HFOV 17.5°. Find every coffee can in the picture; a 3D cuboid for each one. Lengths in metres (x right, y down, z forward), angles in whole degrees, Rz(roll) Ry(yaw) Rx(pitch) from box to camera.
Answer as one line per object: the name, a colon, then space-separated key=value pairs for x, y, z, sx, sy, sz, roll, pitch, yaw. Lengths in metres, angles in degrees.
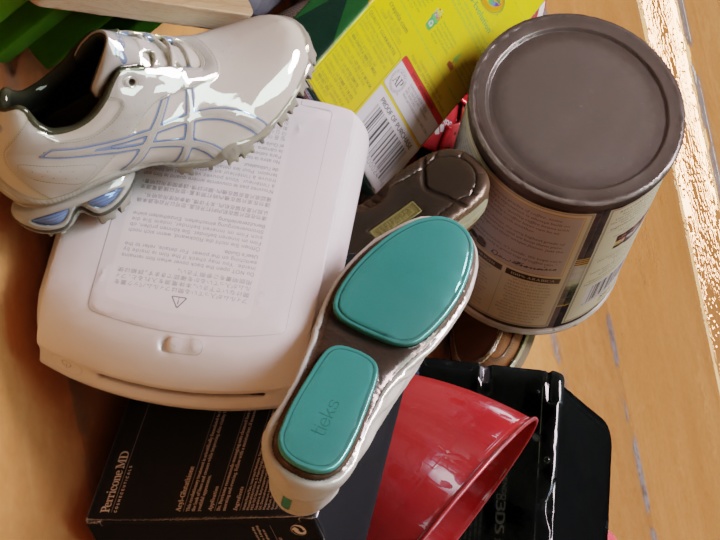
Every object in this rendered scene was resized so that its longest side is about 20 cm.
coffee can: x=0.131 y=-0.063 z=1.619 sx=0.200 sy=0.145 sz=0.147 roll=105 pitch=-10 yaw=-62

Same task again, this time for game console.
game console: x=0.098 y=0.179 z=1.639 sx=0.117 sy=0.175 sz=0.201 roll=106 pitch=-10 yaw=-68

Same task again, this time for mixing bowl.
mixing bowl: x=0.008 y=0.136 z=1.440 sx=0.108 sy=0.201 sz=0.200 roll=39 pitch=29 yaw=10

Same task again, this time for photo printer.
photo printer: x=-0.090 y=-0.012 z=1.320 sx=0.070 sy=0.165 sz=0.201 roll=94 pitch=5 yaw=-53

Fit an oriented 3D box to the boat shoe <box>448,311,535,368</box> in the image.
boat shoe: x=0.088 y=0.005 z=1.738 sx=0.068 sy=0.072 sz=0.201 roll=51 pitch=29 yaw=-31

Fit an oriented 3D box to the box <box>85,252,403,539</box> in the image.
box: x=-0.058 y=0.088 z=1.346 sx=0.079 sy=0.140 sz=0.201 roll=70 pitch=26 yaw=-43

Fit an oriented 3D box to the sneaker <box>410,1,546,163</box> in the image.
sneaker: x=0.078 y=-0.144 z=1.685 sx=0.201 sy=0.078 sz=0.116 roll=99 pitch=10 yaw=-52

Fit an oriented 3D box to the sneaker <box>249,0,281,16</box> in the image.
sneaker: x=-0.041 y=-0.244 z=1.571 sx=0.075 sy=0.087 sz=0.200 roll=53 pitch=35 yaw=-26

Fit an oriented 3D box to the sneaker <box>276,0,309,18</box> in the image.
sneaker: x=-0.017 y=-0.197 z=1.633 sx=0.082 sy=0.078 sz=0.200 roll=46 pitch=37 yaw=-1

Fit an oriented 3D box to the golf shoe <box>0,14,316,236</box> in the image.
golf shoe: x=-0.112 y=-0.099 z=1.278 sx=0.199 sy=0.078 sz=0.098 roll=-32 pitch=143 yaw=-18

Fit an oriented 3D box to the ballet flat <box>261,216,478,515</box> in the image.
ballet flat: x=0.000 y=0.052 z=1.259 sx=0.070 sy=0.069 sz=0.200 roll=58 pitch=46 yaw=-31

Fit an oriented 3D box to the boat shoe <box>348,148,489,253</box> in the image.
boat shoe: x=0.000 y=0.000 z=1.506 sx=0.072 sy=0.199 sz=0.076 roll=53 pitch=-20 yaw=27

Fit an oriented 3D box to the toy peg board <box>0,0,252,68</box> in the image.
toy peg board: x=-0.188 y=-0.206 z=1.305 sx=0.200 sy=0.098 sz=0.200 roll=-2 pitch=61 yaw=-62

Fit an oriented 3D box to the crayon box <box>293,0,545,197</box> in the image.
crayon box: x=0.034 y=-0.165 z=1.562 sx=0.200 sy=0.051 sz=0.127 roll=-48 pitch=136 yaw=-16

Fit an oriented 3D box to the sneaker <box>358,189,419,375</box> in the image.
sneaker: x=0.024 y=0.046 z=1.595 sx=0.108 sy=0.070 sz=0.201 roll=27 pitch=53 yaw=-53

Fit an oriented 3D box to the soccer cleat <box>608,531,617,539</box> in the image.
soccer cleat: x=0.128 y=0.197 z=1.745 sx=0.200 sy=0.067 sz=0.077 roll=25 pitch=19 yaw=-46
